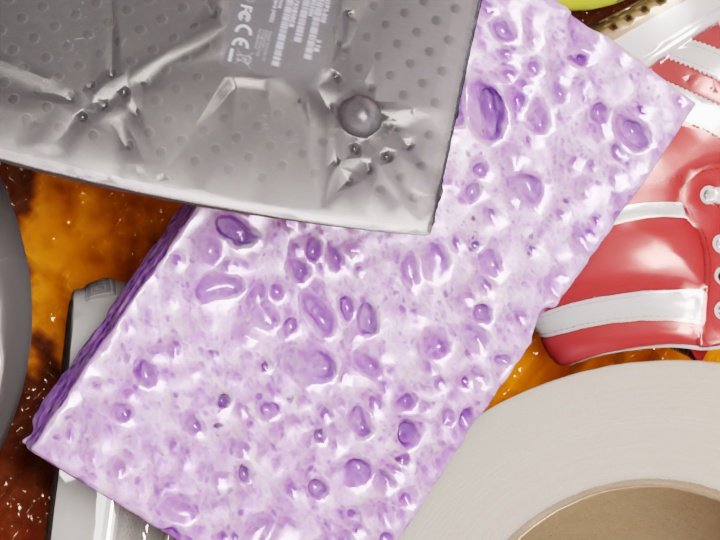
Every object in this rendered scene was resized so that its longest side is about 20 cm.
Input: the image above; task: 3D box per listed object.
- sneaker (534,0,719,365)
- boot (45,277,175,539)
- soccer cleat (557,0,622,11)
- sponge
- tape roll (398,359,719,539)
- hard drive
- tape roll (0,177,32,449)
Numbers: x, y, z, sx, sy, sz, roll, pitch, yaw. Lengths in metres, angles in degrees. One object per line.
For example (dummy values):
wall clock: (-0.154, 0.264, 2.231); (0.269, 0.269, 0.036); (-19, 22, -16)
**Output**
sneaker: (0.128, -0.044, 0.836); (0.200, 0.071, 0.113); (-28, 96, 0)
boot: (-0.054, 0.106, 0.811); (0.095, 0.074, 0.200); (6, 95, -9)
soccer cleat: (0.134, -0.150, 0.822); (0.200, 0.084, 0.065); (-31, 100, -7)
sponge: (0.000, 0.000, 0.772); (0.112, 0.030, 0.200); (35, 87, -14)
tape roll: (0.085, 0.118, 0.770); (0.203, 0.203, 0.037); (-32, 139, -7)
hard drive: (-0.066, -0.086, 0.716); (0.200, 0.042, 0.135); (13, 77, -5)
tape roll: (-0.201, 0.015, 0.760); (0.200, 0.066, 0.201); (0, 95, 0)
